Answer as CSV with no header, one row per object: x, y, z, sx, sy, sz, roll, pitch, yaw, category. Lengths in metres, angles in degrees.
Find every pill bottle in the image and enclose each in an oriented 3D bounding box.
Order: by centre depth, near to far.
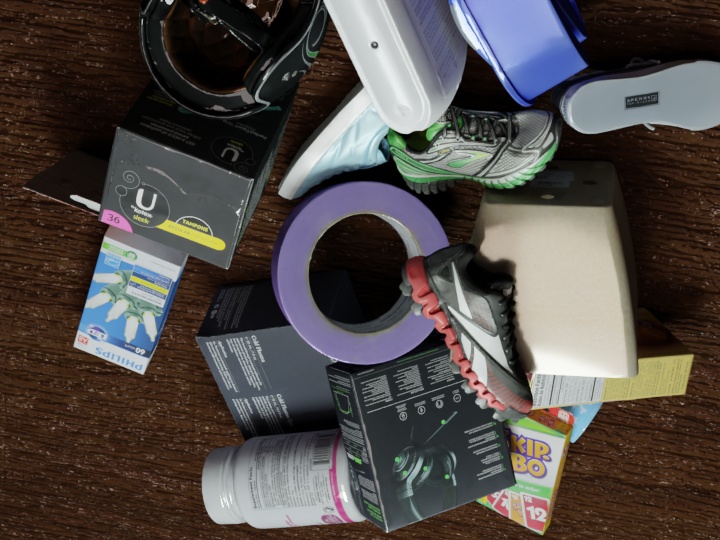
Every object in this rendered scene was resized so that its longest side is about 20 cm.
-0.088,0.259,1.481,0.198,0.114,0.114,-8,124,20,pill bottle

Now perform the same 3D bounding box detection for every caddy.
0.140,-0.256,1.153,0.104,0.142,0.201,-22,117,24,caddy

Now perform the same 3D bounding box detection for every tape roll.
0.000,0.000,1.349,0.197,0.085,0.203,-1,95,-9,tape roll

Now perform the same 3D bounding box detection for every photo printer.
0.039,-0.247,1.169,0.069,0.167,0.201,-10,124,29,photo printer

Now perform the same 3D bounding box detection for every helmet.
-0.124,-0.254,1.187,0.199,0.202,0.191,28,171,-8,helmet

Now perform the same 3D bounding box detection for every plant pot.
0.204,-0.014,1.295,0.197,0.200,0.179,2,116,12,plant pot

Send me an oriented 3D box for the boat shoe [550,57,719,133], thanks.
0.292,-0.179,1.219,0.197,0.068,0.074,-12,115,-8,boat shoe

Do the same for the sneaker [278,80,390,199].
-0.014,-0.132,1.326,0.082,0.074,0.200,39,126,-11,sneaker

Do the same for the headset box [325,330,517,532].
0.072,0.186,1.387,0.172,0.093,0.202,-17,97,-19,headset box

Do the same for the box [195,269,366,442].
-0.080,0.117,1.510,0.180,0.105,0.202,-7,125,20,box

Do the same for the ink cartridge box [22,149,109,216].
-0.283,-0.071,1.359,0.161,0.200,0.051,21,109,-2,ink cartridge box

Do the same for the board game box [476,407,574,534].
0.197,0.228,1.440,0.095,0.030,0.202,24,131,22,board game box

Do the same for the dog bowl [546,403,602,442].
0.239,0.189,1.487,0.049,0.112,0.201,34,128,3,dog bowl

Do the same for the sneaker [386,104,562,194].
0.114,-0.132,1.235,0.198,0.079,0.085,-8,142,32,sneaker

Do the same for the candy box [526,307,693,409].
0.258,0.097,1.353,0.197,0.117,0.057,-2,116,-17,candy box

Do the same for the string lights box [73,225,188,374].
-0.291,0.030,1.525,0.102,0.059,0.201,22,128,-5,string lights box

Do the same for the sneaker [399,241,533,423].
0.127,0.058,1.202,0.097,0.071,0.202,-31,94,20,sneaker

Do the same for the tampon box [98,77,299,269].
-0.171,-0.128,1.287,0.148,0.201,0.127,20,129,-2,tampon box
